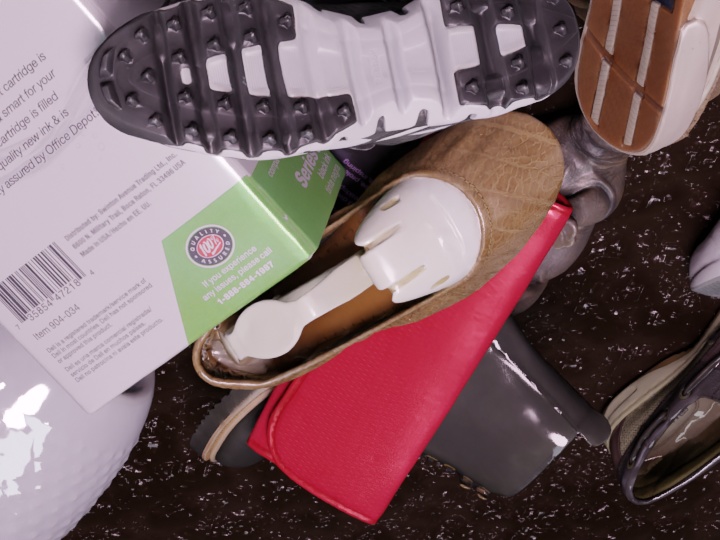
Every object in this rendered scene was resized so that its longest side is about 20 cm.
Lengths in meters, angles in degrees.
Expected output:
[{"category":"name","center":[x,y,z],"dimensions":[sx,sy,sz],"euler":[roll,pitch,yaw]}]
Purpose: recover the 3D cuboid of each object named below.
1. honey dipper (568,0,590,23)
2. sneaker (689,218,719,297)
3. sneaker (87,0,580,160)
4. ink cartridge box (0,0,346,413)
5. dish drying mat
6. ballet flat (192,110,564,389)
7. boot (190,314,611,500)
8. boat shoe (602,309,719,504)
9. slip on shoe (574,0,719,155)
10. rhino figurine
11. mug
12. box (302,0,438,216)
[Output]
[{"category":"honey dipper","center":[0.081,-0.168,0.887],"dimensions":[0.038,0.038,0.200],"euler":[-24,132,18]},{"category":"sneaker","center":[0.227,-0.042,1.023],"dimensions":[0.070,0.081,0.200],"euler":[2,157,-22]},{"category":"sneaker","center":[-0.015,-0.077,0.834],"dimensions":[0.198,0.067,0.090],"euler":[-8,175,-16]},{"category":"ink cartridge box","center":[-0.127,-0.060,0.886],"dimensions":[0.145,0.084,0.200],"euler":[-34,107,26]},{"category":"dish drying mat","center":[0.019,0.028,0.940],"dimensions":[0.076,0.018,0.201],"euler":[31,118,2]},{"category":"ballet flat","center":[0.000,0.000,0.883],"dimensions":[0.199,0.072,0.068],"euler":[-29,93,30]},{"category":"boot","center":[0.014,0.079,1.009],"dimensions":[0.138,0.077,0.200],"euler":[48,131,-1]},{"category":"boat shoe","center":[0.216,0.063,1.135],"dimensions":[0.073,0.065,0.200],"euler":[23,129,-27]},{"category":"slip on shoe","center":[0.139,-0.137,0.816],"dimensions":[0.060,0.076,0.201],"euler":[-24,138,-33]},{"category":"rhino figurine","center":[0.097,-0.041,0.996],"dimensions":[0.060,0.087,0.200],"euler":[41,128,5]},{"category":"mug","center":[-0.206,0.079,1.010],"dimensions":[0.175,0.148,0.200],"euler":[-39,166,18]},{"category":"box","center":[-0.045,-0.061,0.939],"dimensions":[0.143,0.036,0.200],"euler":[37,122,-13]}]
